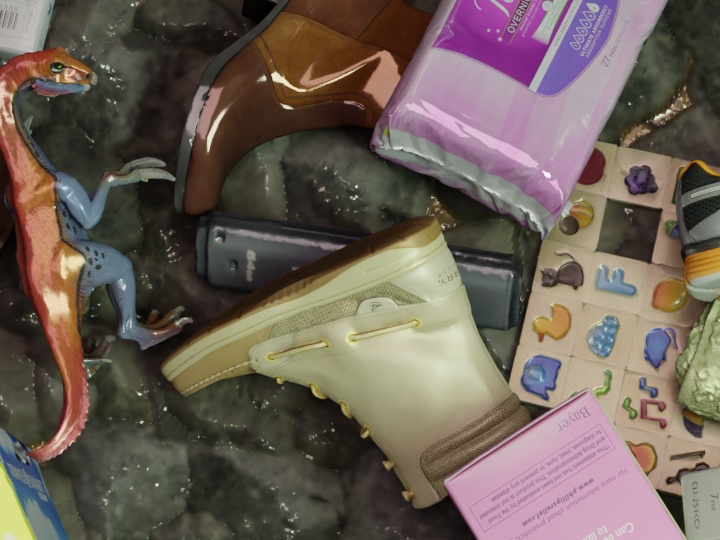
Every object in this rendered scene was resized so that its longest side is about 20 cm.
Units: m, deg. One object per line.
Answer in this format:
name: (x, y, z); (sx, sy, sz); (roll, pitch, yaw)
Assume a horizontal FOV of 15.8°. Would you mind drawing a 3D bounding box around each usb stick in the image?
usb stick: (0.000, 0.000, 1.547); (0.198, 0.056, 0.033); (9, 49, 6)

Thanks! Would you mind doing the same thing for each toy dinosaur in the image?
toy dinosaur: (-0.168, -0.028, 1.507); (0.104, 0.182, 0.201); (-17, 31, 19)

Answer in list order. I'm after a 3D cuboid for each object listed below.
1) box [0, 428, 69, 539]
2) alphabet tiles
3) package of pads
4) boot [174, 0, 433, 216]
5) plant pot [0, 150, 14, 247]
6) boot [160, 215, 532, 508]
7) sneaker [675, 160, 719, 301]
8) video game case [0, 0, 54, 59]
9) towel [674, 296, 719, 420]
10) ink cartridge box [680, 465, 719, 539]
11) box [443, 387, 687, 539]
box: (-0.178, 0.192, 1.476); (0.047, 0.122, 0.201); (-25, 76, -1)
alphabet tiles: (0.182, 0.031, 1.552); (0.166, 0.008, 0.202); (13, 78, 6)
package of pads: (0.100, -0.132, 1.526); (0.120, 0.076, 0.201); (27, 69, 0)
boot: (0.001, -0.084, 1.574); (0.199, 0.069, 0.189); (25, 72, 1)
plant pot: (-0.333, -0.070, 1.534); (0.199, 0.187, 0.188); (-18, 76, 14)
boot: (-0.007, 0.073, 1.515); (0.199, 0.073, 0.156); (-25, 100, 24)
sneaker: (0.273, -0.045, 1.487); (0.198, 0.078, 0.078); (-13, 70, -7)
video game case: (-0.277, -0.235, 1.635); (0.198, 0.022, 0.184); (11, 78, 7)
towel: (0.282, 0.017, 1.529); (0.148, 0.037, 0.201); (26, 78, 3)
ink cartridge box: (0.302, 0.124, 1.393); (0.199, 0.176, 0.045); (8, 74, -37)
box: (0.140, 0.184, 1.429); (0.096, 0.176, 0.201); (-32, 79, -1)
